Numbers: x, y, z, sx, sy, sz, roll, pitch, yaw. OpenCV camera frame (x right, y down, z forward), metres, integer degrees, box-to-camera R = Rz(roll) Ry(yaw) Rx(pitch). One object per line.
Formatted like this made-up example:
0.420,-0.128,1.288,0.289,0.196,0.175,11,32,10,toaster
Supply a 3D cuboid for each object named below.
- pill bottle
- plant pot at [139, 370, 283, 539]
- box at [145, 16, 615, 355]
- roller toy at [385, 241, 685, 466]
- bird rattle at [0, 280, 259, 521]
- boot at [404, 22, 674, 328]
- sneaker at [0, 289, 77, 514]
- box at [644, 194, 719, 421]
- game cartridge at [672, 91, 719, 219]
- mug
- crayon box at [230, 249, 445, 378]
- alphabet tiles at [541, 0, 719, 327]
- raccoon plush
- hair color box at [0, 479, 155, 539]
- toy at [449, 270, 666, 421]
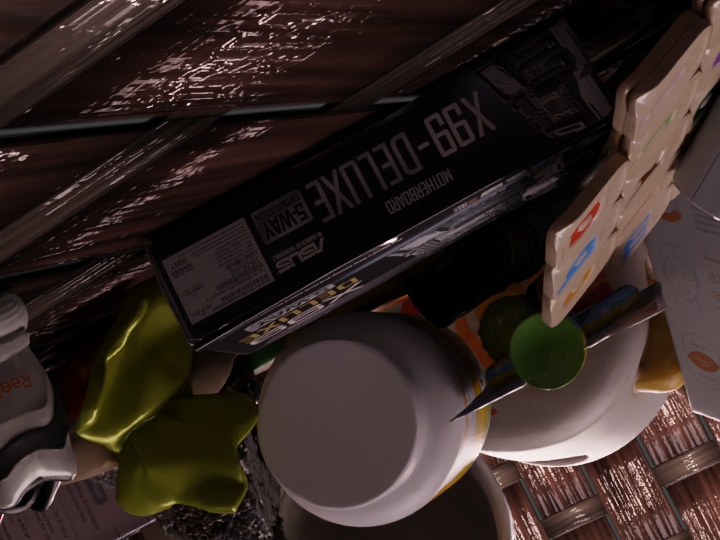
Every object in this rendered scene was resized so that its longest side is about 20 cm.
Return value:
0.007,0.078,0.894,0.110,0.112,0.200,-28,173,9,pill bottle
-0.050,0.104,1.181,0.187,0.188,0.200,-22,160,-46,plant pot
0.013,-0.030,0.739,0.199,0.050,0.158,-29,174,2,box
0.114,0.036,1.086,0.182,0.200,0.140,-43,155,11,roller toy
-0.134,0.080,0.845,0.199,0.113,0.163,-27,-168,30,bird rattle
0.108,-0.038,0.858,0.130,0.068,0.200,-37,174,-36,boot
-0.166,0.073,0.680,0.073,0.081,0.200,-27,177,-23,sneaker
0.244,-0.004,0.945,0.097,0.201,0.124,-39,-144,-26,box
0.218,-0.103,0.774,0.200,0.041,0.134,-35,160,-46,game cartridge
0.005,0.181,1.075,0.198,0.149,0.175,5,165,10,mug
0.000,0.000,0.986,0.199,0.051,0.127,-33,173,40,crayon box
0.137,-0.067,0.714,0.196,0.015,0.200,-51,164,-12,alphabet tiles
-0.116,0.142,0.946,0.133,0.202,0.097,-8,179,8,raccoon plush
-0.176,0.125,1.022,0.199,0.100,0.061,-28,176,1,hair color box
0.099,0.025,0.859,0.114,0.048,0.200,-29,-179,10,toy
